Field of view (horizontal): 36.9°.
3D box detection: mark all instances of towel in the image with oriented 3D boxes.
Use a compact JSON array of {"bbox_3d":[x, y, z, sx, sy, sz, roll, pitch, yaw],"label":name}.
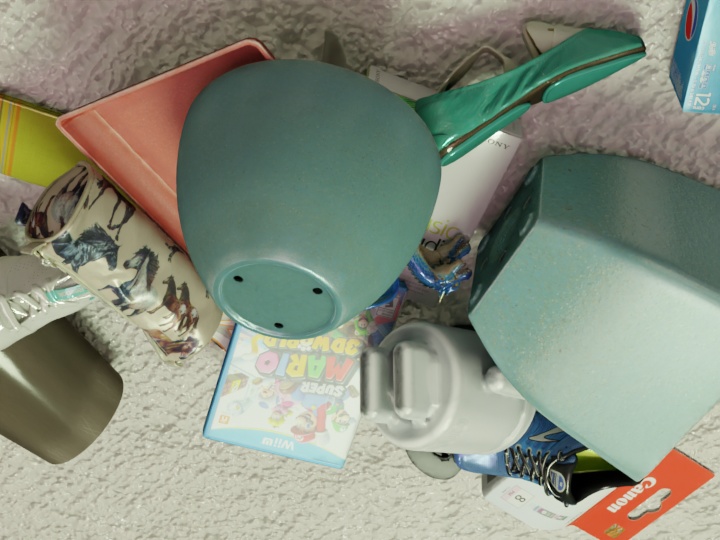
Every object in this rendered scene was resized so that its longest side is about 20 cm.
[{"bbox_3d":[-0.283,-0.111,0.971,0.199,0.018,0.086,18,131,-9],"label":"towel"}]

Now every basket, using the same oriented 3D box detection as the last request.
[{"bbox_3d":[-0.342,0.089,1.052,0.180,0.136,0.200,-25,124,29],"label":"basket"}]

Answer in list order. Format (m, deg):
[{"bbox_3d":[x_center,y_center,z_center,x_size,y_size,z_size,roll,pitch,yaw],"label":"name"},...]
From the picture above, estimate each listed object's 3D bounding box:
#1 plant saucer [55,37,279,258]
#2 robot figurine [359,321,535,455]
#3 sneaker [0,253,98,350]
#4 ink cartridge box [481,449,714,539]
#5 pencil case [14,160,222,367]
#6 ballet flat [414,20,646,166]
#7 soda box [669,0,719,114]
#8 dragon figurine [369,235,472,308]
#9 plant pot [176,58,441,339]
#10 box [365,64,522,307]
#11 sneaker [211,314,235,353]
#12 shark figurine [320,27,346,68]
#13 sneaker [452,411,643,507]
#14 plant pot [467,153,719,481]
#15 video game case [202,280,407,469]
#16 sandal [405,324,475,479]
[{"bbox_3d":[-0.103,-0.091,0.854,0.199,0.037,0.200,-15,135,29],"label":"plant saucer"},{"bbox_3d":[0.084,0.109,0.983,0.169,0.114,0.199,-8,166,44],"label":"robot figurine"},{"bbox_3d":[-0.276,0.017,0.947,0.088,0.200,0.076,7,122,45],"label":"sneaker"},{"bbox_3d":[0.256,0.230,1.153,0.199,0.057,0.163,34,122,-13],"label":"ink cartridge box"},{"bbox_3d":[-0.196,0.002,0.911,0.078,0.090,0.200,22,160,46],"label":"pencil case"},{"bbox_3d":[0.130,-0.158,0.860,0.199,0.067,0.071,-28,85,-1],"label":"ballet flat"},{"bbox_3d":[0.290,-0.220,0.810,0.067,0.064,0.201,4,127,1],"label":"soda box"},{"bbox_3d":[0.000,0.000,0.939,0.199,0.059,0.100,-22,110,1],"label":"dragon figurine"},{"bbox_3d":[-0.047,-0.030,0.779,0.199,0.135,0.201,7,143,5],"label":"plant pot"},{"bbox_3d":[0.039,-0.068,0.960,0.143,0.036,0.201,18,125,-8],"label":"box"},{"bbox_3d":[-0.103,0.038,1.029,0.199,0.076,0.092,23,120,-13],"label":"sneaker"},{"bbox_3d":[-0.086,-0.128,0.889,0.213,0.089,0.129,3,109,23],"label":"shark figurine"},{"bbox_3d":[0.183,0.177,1.044,0.199,0.089,0.079,-5,114,20],"label":"sneaker"},{"bbox_3d":[0.204,0.016,0.917,0.199,0.196,0.197,27,124,-7],"label":"plant pot"},{"bbox_3d":[-0.054,0.085,1.009,0.142,0.018,0.201,15,111,-12],"label":"video game case"},{"bbox_3d":[0.086,0.144,1.106,0.076,0.043,0.201,7,126,0],"label":"sandal"}]
